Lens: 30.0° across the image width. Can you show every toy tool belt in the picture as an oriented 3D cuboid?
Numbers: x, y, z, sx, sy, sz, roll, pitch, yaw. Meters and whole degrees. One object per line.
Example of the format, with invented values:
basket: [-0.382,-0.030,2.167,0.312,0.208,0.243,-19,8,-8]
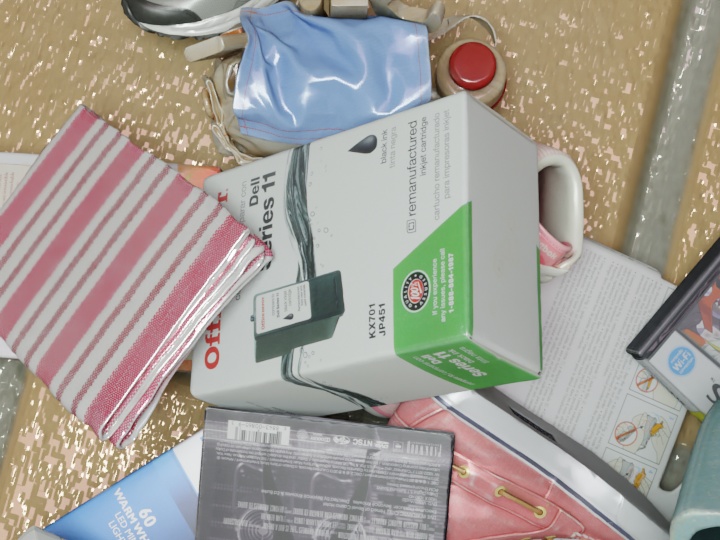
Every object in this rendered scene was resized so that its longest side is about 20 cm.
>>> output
toy tool belt: [-0.003,-0.125,0.830,0.198,0.123,0.126,-6,78,0]

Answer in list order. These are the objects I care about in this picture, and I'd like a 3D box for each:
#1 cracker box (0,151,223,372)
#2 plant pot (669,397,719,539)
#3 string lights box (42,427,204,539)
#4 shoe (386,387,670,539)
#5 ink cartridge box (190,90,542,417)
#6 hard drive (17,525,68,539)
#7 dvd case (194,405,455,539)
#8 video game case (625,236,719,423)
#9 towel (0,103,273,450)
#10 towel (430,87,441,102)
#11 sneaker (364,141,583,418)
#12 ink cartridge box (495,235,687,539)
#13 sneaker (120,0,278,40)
cracker box: [-0.191,-0.006,0.892,0.198,0.058,0.136,4,84,2]
plant pot: [0.274,0.162,0.748,0.194,0.200,0.198,3,118,15]
string lights box: [-0.154,0.170,0.852,0.199,0.103,0.059,-32,85,-2]
shoe: [0.096,0.140,0.818,0.199,0.072,0.091,35,98,-13]
ink cartridge box: [0.000,0.000,0.781,0.199,0.083,0.148,-15,64,35]
hard drive: [-0.155,0.239,0.810,0.199,0.027,0.132,34,103,-36]
dvd case: [-0.026,0.186,0.781,0.147,0.016,0.202,5,92,9]
video game case: [0.300,0.037,0.868,0.181,0.025,0.200,42,86,-7]
towel: [-0.156,-0.002,0.808,0.200,0.030,0.147,35,86,38]
towel: [0.003,-0.027,0.901,0.131,0.034,0.202,5,86,4]
sneaker: [0.067,0.004,0.822,0.075,0.104,0.201,35,80,-29]
ink cartridge box: [0.152,0.092,0.880,0.172,0.044,0.202,24,85,-10]
sneaker: [-0.067,-0.215,0.887,0.198,0.080,0.074,-23,41,-5]
